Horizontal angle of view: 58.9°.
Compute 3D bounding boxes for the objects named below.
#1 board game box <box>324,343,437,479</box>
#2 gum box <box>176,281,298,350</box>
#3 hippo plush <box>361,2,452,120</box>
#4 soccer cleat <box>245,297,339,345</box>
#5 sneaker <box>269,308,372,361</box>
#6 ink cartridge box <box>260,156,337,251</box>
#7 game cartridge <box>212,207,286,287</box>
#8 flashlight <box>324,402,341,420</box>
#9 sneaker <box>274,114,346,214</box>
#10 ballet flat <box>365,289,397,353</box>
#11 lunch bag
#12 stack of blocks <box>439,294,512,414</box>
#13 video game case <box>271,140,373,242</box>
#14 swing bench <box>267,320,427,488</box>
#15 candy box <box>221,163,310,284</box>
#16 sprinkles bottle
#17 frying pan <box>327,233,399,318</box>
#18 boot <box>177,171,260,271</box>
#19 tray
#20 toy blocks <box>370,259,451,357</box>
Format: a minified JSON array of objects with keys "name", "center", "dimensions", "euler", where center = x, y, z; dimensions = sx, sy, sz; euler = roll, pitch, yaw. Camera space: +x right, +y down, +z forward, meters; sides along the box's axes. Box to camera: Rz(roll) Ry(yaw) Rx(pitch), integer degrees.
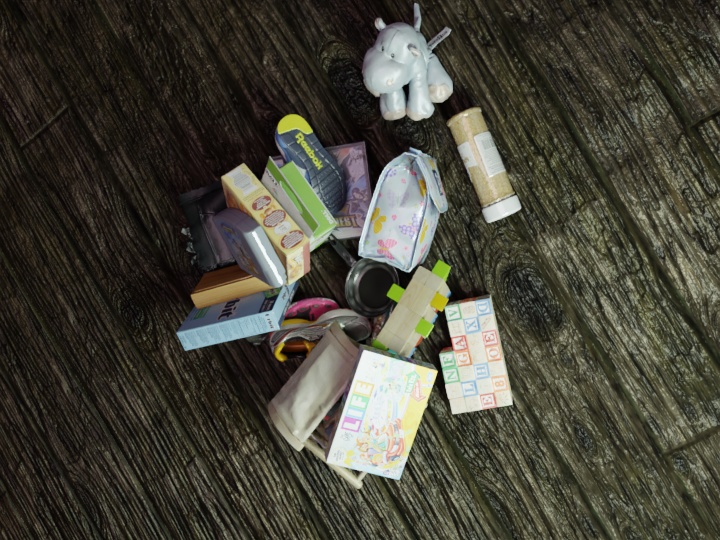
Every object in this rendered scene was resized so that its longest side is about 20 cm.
[{"name":"board game box","center":[0.033,0.238,1.065],"dimensions":[0.133,0.034,0.202],"euler":[16,98,-12]},{"name":"gum box","center":[-0.233,0.072,1.238],"dimensions":[0.198,0.170,0.045],"euler":[-13,114,14]},{"name":"hippo plush","center":[0.087,-0.361,1.122],"dimensions":[0.159,0.161,0.201],"euler":[39,103,7]},{"name":"soccer cleat","center":[-0.143,0.085,1.273],"dimensions":[0.198,0.087,0.071],"euler":[-15,121,-7]},{"name":"sneaker","center":[-0.074,0.132,1.206],"dimensions":[0.197,0.082,0.079],"euler":[-13,120,2]},{"name":"ink cartridge box","center":[-0.109,-0.123,1.144],"dimensions":[0.075,0.200,0.148],"euler":[-35,88,-21]},{"name":"game cartridge","center":[-0.208,-0.048,1.163],"dimensions":[0.041,0.199,0.134],"euler":[-39,117,-17]},{"name":"flashlight","center":[-0.060,0.291,1.279],"dimensions":[0.198,0.068,0.068],"euler":[15,74,15]},{"name":"sneaker","center":[-0.095,-0.198,1.207],"dimensions":[0.074,0.082,0.201],"euler":[-35,105,-21]},{"name":"ballet flat","center":[0.044,0.123,1.241],"dimensions":[0.064,0.075,0.203],"euler":[16,96,42]},{"name":"lunch bag","center":[0.088,-0.111,1.144],"dimensions":[0.126,0.169,0.202],"euler":[17,99,12]},{"name":"stack of blocks","center":[0.209,0.157,1.200],"dimensions":[0.114,0.059,0.203],"euler":[-12,93,14]},{"name":"video game case","center":[-0.072,-0.147,1.252],"dimensions":[0.197,0.025,0.183],"euler":[-7,94,14]},{"name":"swing bench","center":[-0.028,0.235,1.135],"dimensions":[0.199,0.130,0.200],"euler":[37,94,-19]},{"name":"candy box","center":[-0.169,-0.083,1.151],"dimensions":[0.055,0.116,0.200],"euler":[-34,71,-18]},{"name":"sprinkles bottle","center":[0.224,-0.191,1.157],"dimensions":[0.068,0.068,0.202],"euler":[-22,90,14]},{"name":"frying pan","center":[-0.006,0.017,1.213],"dimensions":[0.189,0.031,0.116],"euler":[26,96,30]},{"name":"boot","center":[-0.269,-0.095,1.281],"dimensions":[0.196,0.073,0.164],"euler":[-16,92,17]},{"name":"tray","center":[-0.226,0.014,1.258],"dimensions":[0.198,0.099,0.037],"euler":[-15,113,10]},{"name":"toy blocks","center":[0.101,0.083,1.166],"dimensions":[0.099,0.137,0.201],"euler":[30,86,19]}]
